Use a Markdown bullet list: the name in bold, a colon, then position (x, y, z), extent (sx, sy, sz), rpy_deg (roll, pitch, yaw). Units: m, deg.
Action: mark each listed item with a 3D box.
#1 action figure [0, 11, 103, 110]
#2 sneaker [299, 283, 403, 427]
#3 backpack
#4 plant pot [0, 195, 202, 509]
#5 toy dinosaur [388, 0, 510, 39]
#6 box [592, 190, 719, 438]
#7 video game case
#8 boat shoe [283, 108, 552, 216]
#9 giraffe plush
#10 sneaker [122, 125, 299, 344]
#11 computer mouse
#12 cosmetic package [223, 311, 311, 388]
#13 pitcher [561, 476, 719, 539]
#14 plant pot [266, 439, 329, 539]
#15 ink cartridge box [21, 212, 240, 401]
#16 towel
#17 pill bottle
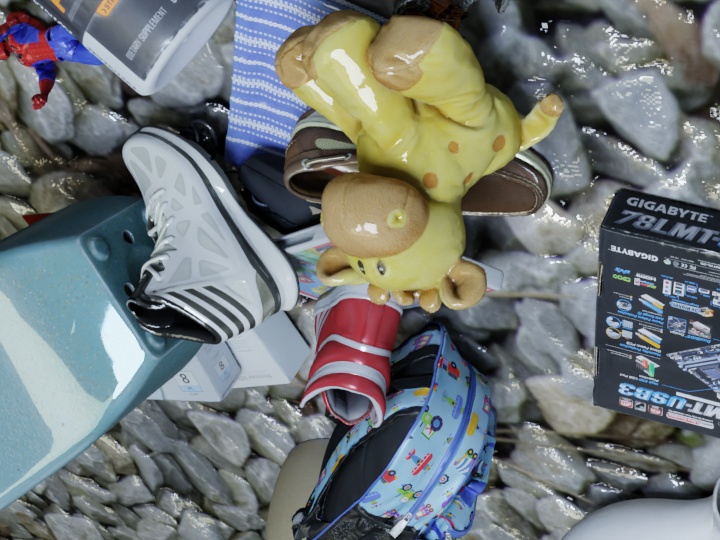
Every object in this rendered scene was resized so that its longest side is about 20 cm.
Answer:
- **action figure**: position (-0.246, -0.171, 1.117), extent (0.200, 0.099, 0.065), rpy_deg (2, 132, 36)
- **sneaker**: position (-0.012, 0.078, 1.152), extent (0.071, 0.113, 0.200), rpy_deg (14, 165, -4)
- **backpack**: position (0.049, 0.152, 1.208), extent (0.134, 0.183, 0.200), rpy_deg (29, 131, -10)
- **plant pot**: position (-0.240, 0.045, 1.167), extent (0.200, 0.196, 0.197), rpy_deg (-29, 97, 28)
- **toy dinosaur**: position (0.046, -0.222, 0.885), extent (0.135, 0.102, 0.200), rpy_deg (16, 123, -4)
- **box**: position (0.274, 0.047, 1.032), extent (0.199, 0.050, 0.199), rpy_deg (14, 139, 21)
- **video game case**: position (0.000, 0.000, 1.114), extent (0.143, 0.018, 0.200), rpy_deg (20, 163, -27)
- **boat shoe**: position (0.039, -0.062, 1.037), extent (0.202, 0.075, 0.075), rpy_deg (9, 138, 13)
- **giraffe plush**: position (0.027, -0.062, 0.938), extent (0.200, 0.163, 0.172), rpy_deg (24, 169, -26)
- **sneaker**: position (-0.149, -0.025, 1.085), extent (0.201, 0.115, 0.076), rpy_deg (47, 147, 19)
- **computer mouse**: position (-0.063, -0.037, 1.140), extent (0.199, 0.046, 0.141), rpy_deg (20, 142, 10)
- **cosmetic package**: position (-0.166, 0.046, 1.330), extent (0.200, 0.052, 0.151), rpy_deg (-8, 124, 40)
- **pitcher**: position (0.283, 0.265, 1.224), extent (0.171, 0.121, 0.200), rpy_deg (35, 133, -28)
- **plant pot**: position (-0.018, 0.291, 1.430), extent (0.200, 0.135, 0.201), rpy_deg (19, 141, 16)
- **ink cartridge box**: position (-0.220, 0.035, 1.280), extent (0.160, 0.047, 0.200), rpy_deg (-1, 130, 35)
- **towel**: position (-0.038, -0.131, 1.073), extent (0.144, 0.024, 0.200), rpy_deg (23, 141, 10)
- **pill bottle**: position (-0.197, -0.228, 1.002), extent (0.200, 0.106, 0.106), rpy_deg (41, 142, -2)
